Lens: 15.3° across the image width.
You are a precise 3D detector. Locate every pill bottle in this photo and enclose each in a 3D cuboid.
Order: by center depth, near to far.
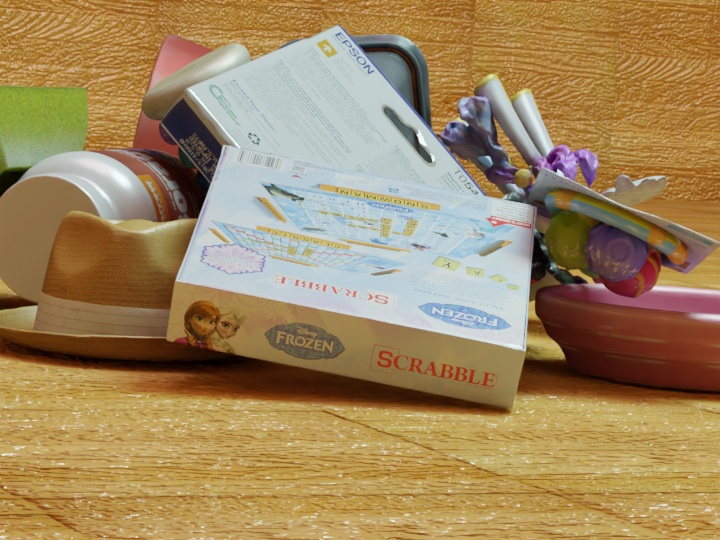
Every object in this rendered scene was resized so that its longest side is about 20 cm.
[{"bbox_3d":[-0.178,-0.026,1.839,0.111,0.113,0.200,5,5,15],"label":"pill bottle"}]

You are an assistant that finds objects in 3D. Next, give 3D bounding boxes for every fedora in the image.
[{"bbox_3d":[-0.138,0.006,1.642,0.199,0.082,0.201,3,5,0],"label":"fedora"}]

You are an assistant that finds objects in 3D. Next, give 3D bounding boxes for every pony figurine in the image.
[{"bbox_3d":[0.142,-0.045,1.952,0.166,0.200,0.193,-39,-13,12],"label":"pony figurine"}]

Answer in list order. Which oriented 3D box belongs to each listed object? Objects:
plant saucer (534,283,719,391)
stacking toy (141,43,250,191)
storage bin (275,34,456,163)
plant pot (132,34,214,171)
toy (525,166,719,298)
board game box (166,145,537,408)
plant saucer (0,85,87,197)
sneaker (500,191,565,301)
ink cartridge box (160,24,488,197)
[{"bbox_3d":[0.208,0.043,1.699,0.199,0.051,0.201,4,5,0],"label":"plant saucer"},{"bbox_3d":[-0.072,-0.054,1.889,0.085,0.201,0.085,-27,11,6],"label":"stacking toy"},{"bbox_3d":[-0.001,-0.063,1.991,0.144,0.201,0.134,-2,15,5],"label":"storage bin"},{"bbox_3d":[-0.137,-0.129,2.787,0.176,0.202,0.200,13,5,1],"label":"plant pot"},{"bbox_3d":[0.153,-0.013,1.666,0.115,0.047,0.200,22,-2,3],"label":"toy"},{"bbox_3d":[0.000,0.000,1.562,0.199,0.041,0.200,11,25,1],"label":"board game box"},{"bbox_3d":[-0.280,-0.045,1.855,0.048,0.200,0.200,50,14,8],"label":"plant saucer"},{"bbox_3d":[0.075,0.001,1.762,0.093,0.071,0.200,-30,-4,8],"label":"sneaker"},{"bbox_3d":[-0.013,-0.061,1.814,0.043,0.197,0.200,-45,-9,33],"label":"ink cartridge box"}]
